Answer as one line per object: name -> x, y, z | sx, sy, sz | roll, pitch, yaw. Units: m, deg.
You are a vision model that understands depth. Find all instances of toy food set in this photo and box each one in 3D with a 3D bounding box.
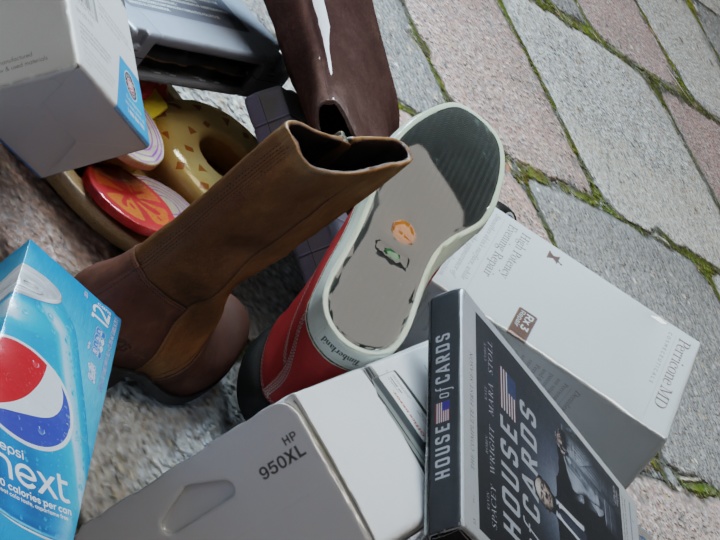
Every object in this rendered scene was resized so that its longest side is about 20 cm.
toy food set -> -0.134, -0.082, 1.162 | 0.200, 0.049, 0.198 | 52, 23, -7

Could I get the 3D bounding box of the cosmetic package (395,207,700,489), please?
cosmetic package -> 0.101, 0.039, 1.205 | 0.199, 0.074, 0.102 | 32, 41, 0

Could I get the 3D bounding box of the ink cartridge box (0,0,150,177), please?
ink cartridge box -> -0.171, -0.164, 1.019 | 0.116, 0.066, 0.202 | 54, 22, -69

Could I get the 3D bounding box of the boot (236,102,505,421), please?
boot -> 0.000, 0.000, 1.116 | 0.072, 0.144, 0.201 | 38, 53, -6

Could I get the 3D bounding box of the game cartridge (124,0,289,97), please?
game cartridge -> -0.133, -0.164, 1.175 | 0.133, 0.042, 0.200 | 45, 19, 21

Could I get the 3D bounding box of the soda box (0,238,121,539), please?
soda box -> -0.160, 0.076, 0.859 | 0.064, 0.068, 0.201 | 43, 25, -24

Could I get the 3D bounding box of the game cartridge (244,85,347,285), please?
game cartridge -> -0.021, -0.043, 1.266 | 0.131, 0.038, 0.200 | 67, 10, 10

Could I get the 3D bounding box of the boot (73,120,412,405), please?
boot -> -0.058, -0.013, 1.015 | 0.188, 0.200, 0.069 | 11, 46, -59

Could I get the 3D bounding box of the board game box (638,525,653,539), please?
board game box -> 0.077, 0.114, 1.222 | 0.200, 0.034, 0.134 | 37, -5, -39

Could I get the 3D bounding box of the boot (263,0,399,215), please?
boot -> -0.020, -0.142, 1.171 | 0.167, 0.072, 0.201 | -99, 168, -58

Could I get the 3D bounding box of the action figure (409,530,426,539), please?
action figure -> 0.052, 0.170, 1.144 | 0.200, 0.069, 0.131 | 39, 30, -27

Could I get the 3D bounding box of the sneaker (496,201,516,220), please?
sneaker -> 0.063, -0.007, 1.296 | 0.079, 0.088, 0.202 | 35, 38, -72

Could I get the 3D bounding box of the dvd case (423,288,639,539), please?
dvd case -> 0.091, 0.125, 0.989 | 0.200, 0.025, 0.151 | 50, 29, -37

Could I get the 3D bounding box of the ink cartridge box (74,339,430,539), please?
ink cartridge box -> -0.026, 0.113, 0.968 | 0.085, 0.144, 0.200 | 59, 23, 8
